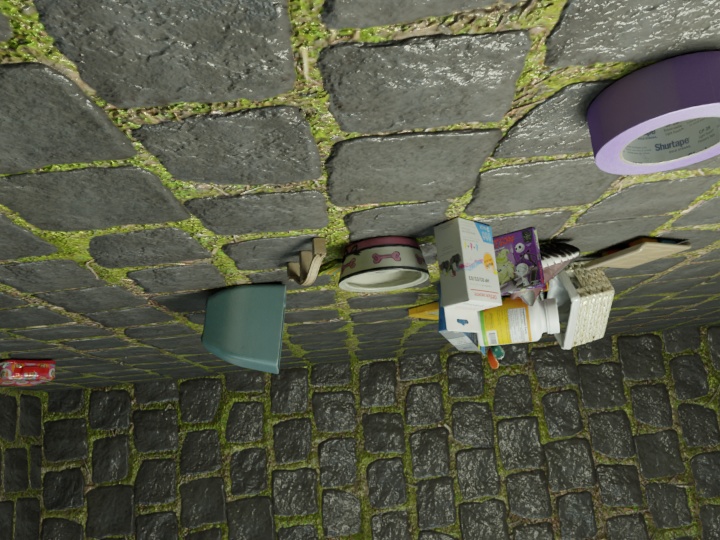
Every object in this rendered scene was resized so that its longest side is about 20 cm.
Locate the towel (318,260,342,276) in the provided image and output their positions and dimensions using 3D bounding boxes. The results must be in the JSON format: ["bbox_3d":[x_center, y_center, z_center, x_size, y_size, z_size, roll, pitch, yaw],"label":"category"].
[{"bbox_3d":[0.000,0.000,1.511,0.196,0.019,0.085,4,164,-35],"label":"towel"}]

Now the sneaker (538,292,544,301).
[{"bbox_3d":[0.442,0.053,1.759,0.195,0.089,0.074,6,165,-34],"label":"sneaker"}]

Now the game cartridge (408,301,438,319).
[{"bbox_3d":[0.276,0.129,2.108,0.197,0.033,0.174,-19,161,39],"label":"game cartridge"}]

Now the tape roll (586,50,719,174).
[{"bbox_3d":[0.390,-0.190,0.811,0.194,0.068,0.200,-5,166,-1],"label":"tape roll"}]

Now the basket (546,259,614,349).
[{"bbox_3d":[0.573,0.086,1.698,0.120,0.137,0.203,-11,134,-5],"label":"basket"}]

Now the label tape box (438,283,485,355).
[{"bbox_3d":[0.285,0.140,1.806,0.065,0.147,0.200,-12,146,27],"label":"label tape box"}]

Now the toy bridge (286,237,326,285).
[{"bbox_3d":[-0.113,-0.005,1.339,0.026,0.069,0.199,0,164,-23],"label":"toy bridge"}]

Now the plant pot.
[{"bbox_3d":[-0.292,0.141,1.621,0.194,0.202,0.197,7,165,-5],"label":"plant pot"}]

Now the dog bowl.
[{"bbox_3d":[0.046,-0.012,1.363,0.194,0.076,0.200,-5,167,-1],"label":"dog bowl"}]

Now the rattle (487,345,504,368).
[{"bbox_3d":[0.321,0.133,1.691,0.140,0.205,0.130,26,165,-14],"label":"rattle"}]

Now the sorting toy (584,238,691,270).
[{"bbox_3d":[0.681,-0.043,1.594,0.195,0.038,0.184,-3,167,-30],"label":"sorting toy"}]

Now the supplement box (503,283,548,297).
[{"bbox_3d":[0.351,0.008,1.538,0.109,0.088,0.197,-17,163,41],"label":"supplement box"}]

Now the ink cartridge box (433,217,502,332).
[{"bbox_3d":[0.211,0.012,1.252,0.113,0.206,0.067,7,162,-44],"label":"ink cartridge box"}]

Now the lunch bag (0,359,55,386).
[{"bbox_3d":[-1.225,0.371,2.357,0.174,0.085,0.197,-19,160,42],"label":"lunch bag"}]

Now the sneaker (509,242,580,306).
[{"bbox_3d":[0.403,0.013,1.444,0.195,0.119,0.076,-15,-152,-21],"label":"sneaker"}]

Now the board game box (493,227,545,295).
[{"bbox_3d":[0.289,-0.007,1.382,0.196,0.124,0.032,-16,160,33],"label":"board game box"}]

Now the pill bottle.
[{"bbox_3d":[0.381,0.119,1.577,0.194,0.115,0.111,-7,166,15],"label":"pill bottle"}]

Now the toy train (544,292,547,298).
[{"bbox_3d":[0.578,0.070,1.886,0.111,0.088,0.198,2,-179,30],"label":"toy train"}]
